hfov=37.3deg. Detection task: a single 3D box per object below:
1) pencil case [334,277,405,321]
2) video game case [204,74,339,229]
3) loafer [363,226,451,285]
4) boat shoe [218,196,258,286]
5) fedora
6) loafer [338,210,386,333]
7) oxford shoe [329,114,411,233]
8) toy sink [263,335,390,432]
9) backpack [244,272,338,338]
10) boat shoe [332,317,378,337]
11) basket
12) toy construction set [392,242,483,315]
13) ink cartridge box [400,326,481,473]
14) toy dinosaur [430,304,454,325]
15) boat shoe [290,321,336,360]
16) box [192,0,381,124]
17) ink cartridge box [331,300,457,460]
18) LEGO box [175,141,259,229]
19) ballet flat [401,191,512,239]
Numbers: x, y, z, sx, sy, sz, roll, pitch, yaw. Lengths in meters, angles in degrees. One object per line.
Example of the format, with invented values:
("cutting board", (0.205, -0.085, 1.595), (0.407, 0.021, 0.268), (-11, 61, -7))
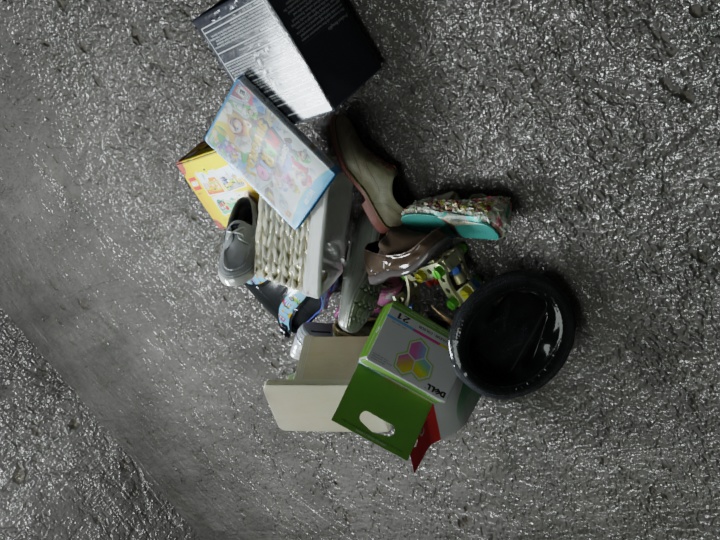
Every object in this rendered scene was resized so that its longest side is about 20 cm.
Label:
("pencil case", (0.013, 0.048, 1.859), (0.086, 0.083, 0.201), (42, 149, 10))
("video game case", (-0.134, -0.172, 1.583), (0.200, 0.018, 0.143), (44, 135, 3))
("loafer", (0.059, -0.031, 1.616), (0.199, 0.073, 0.072), (-23, 96, 54))
("boat shoe", (-0.198, -0.053, 1.764), (0.071, 0.201, 0.069), (-4, 125, 13))
("fedora", (0.223, 0.088, 1.601), (0.202, 0.199, 0.092), (52, -170, -12))
("loafer", (0.000, 0.000, 1.737), (0.069, 0.204, 0.070), (13, 173, 38))
("oxford shoe", (0.020, -0.159, 1.650), (0.074, 0.071, 0.202), (-20, 111, 28))
("toy sink", (-0.048, 0.190, 1.807), (0.196, 0.113, 0.132), (-2, 136, 15))
("backpack", (-0.118, 0.000, 1.909), (0.183, 0.135, 0.200), (47, 149, -2))
("boat shoe", (0.051, 0.110, 1.824), (0.196, 0.074, 0.063), (3, 150, 7))
("basket", (-0.091, -0.080, 1.704), (0.121, 0.136, 0.204), (12, 114, 14))
("toy construction set", (0.117, 0.018, 1.705), (0.199, 0.092, 0.132), (-27, 106, 46))
("ink cartridge box", (0.139, 0.221, 1.793), (0.049, 0.201, 0.163), (10, 136, 26))
("toy dinosaur", (0.192, 0.115, 1.690), (0.104, 0.061, 0.200), (-7, 151, 22))
("boat shoe", (-0.046, 0.135, 1.940), (0.067, 0.198, 0.074), (-53, 45, 27))
("box", (-0.106, -0.325, 1.534), (0.198, 0.123, 0.200), (-5, 122, 54))
("ink cartridge box", (0.064, 0.174, 1.661), (0.146, 0.203, 0.076), (28, 167, -6))
("LEGO box", (-0.218, -0.164, 1.895), (0.198, 0.077, 0.150), (-6, 122, 52))
("ballet flat", (0.147, -0.084, 1.570), (0.198, 0.065, 0.076), (10, 152, 44))
